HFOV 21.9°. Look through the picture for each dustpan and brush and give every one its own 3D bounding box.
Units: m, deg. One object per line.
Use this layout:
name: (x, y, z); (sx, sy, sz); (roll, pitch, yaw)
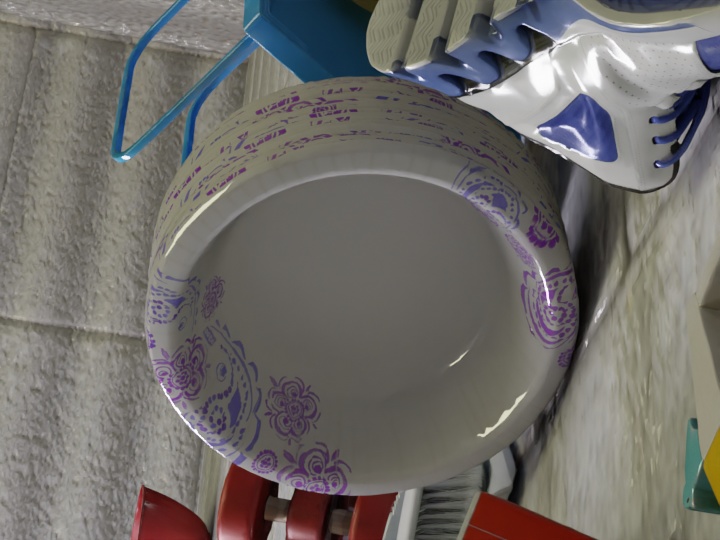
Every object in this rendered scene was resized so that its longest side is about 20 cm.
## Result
dustpan and brush: (0.026, 0.165, 1.001); (0.140, 0.057, 0.201); (-103, 24, -69)

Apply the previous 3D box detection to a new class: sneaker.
sneaker: (0.106, -0.088, 0.687); (0.199, 0.115, 0.081); (-6, 61, 51)

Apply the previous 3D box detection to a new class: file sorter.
file sorter: (-0.019, -0.067, 0.983); (0.123, 0.200, 0.139); (-40, 27, 22)

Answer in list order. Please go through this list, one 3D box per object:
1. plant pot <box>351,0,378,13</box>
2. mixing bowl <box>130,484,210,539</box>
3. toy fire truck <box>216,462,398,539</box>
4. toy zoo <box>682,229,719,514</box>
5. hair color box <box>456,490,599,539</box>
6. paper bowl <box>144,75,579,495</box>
plant pot: (0.047, -0.235, 0.981); (0.142, 0.199, 0.201); (-50, 24, 31)
mixing bowl: (-0.272, 0.409, 2.616); (0.200, 0.108, 0.202); (-169, 90, -82)
toy fire truck: (-0.016, 0.121, 1.238); (0.168, 0.111, 0.202); (44, -125, -77)
toy zoo: (0.138, 0.000, 0.558); (0.132, 0.020, 0.201); (-92, 14, -54)
hair color box: (0.031, 0.195, 0.681); (0.111, 0.064, 0.201); (88, -154, -69)
paper bowl: (0.000, 0.000, 0.882); (0.105, 0.199, 0.202); (-91, 14, -54)
